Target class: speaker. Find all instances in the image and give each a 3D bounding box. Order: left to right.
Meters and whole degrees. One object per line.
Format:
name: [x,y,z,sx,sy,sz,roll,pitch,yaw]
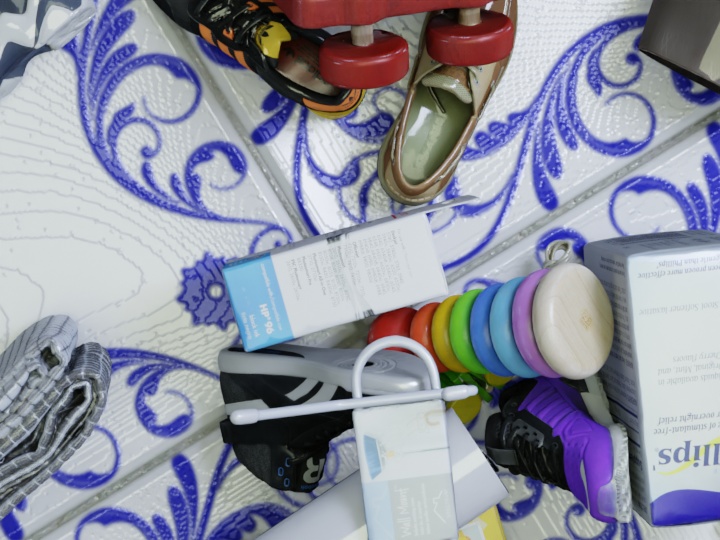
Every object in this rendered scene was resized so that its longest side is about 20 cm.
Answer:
speaker: [0.010,0.187,1.557,0.200,0.081,0.081,-34,94,0]

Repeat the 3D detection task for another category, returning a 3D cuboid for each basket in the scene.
basket: [0.307,-0.232,1.596,0.180,0.136,0.201,26,96,1]

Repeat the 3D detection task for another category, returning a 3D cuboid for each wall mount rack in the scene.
wall mount rack: [0.004,0.149,1.482,0.173,0.075,0.201,-7,88,2]

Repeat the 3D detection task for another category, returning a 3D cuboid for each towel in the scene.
towel: [-0.268,0.132,1.582,0.086,0.166,0.200,41,92,-9]

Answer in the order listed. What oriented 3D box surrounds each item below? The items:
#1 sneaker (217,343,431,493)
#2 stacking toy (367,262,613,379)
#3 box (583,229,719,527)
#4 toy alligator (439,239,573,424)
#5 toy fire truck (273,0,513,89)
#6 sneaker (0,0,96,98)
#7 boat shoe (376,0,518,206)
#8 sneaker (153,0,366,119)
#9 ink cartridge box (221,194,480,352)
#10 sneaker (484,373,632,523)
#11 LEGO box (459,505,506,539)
sneaker: [-0.021,0.118,1.603,0.200,0.073,0.112,5,103,39]
stacking toy: [0.089,0.048,1.584,0.200,0.085,0.086,-10,95,42]
box: [0.241,0.076,1.584,0.104,0.184,0.201,-6,94,-3]
toy alligator: [0.107,0.063,1.646,0.200,0.059,0.054,-47,134,1]
toy fire truck: [0.025,-0.223,1.557,0.199,0.168,0.113,-12,119,-14]
sneaker: [-0.315,-0.188,1.607,0.199,0.079,0.130,-39,86,9]
boat shoe: [0.073,-0.144,1.618,0.075,0.074,0.201,18,90,-3]
sneaker: [-0.078,-0.188,1.604,0.200,0.090,0.070,35,92,-4]
ink cartridge box: [0.000,0.000,1.605,0.199,0.116,0.068,-16,94,0]
sneaker: [0.145,0.136,1.577,0.099,0.200,0.070,-8,111,-2]
LEGO box: [0.052,0.262,1.642,0.148,0.077,0.201,-18,94,0]
